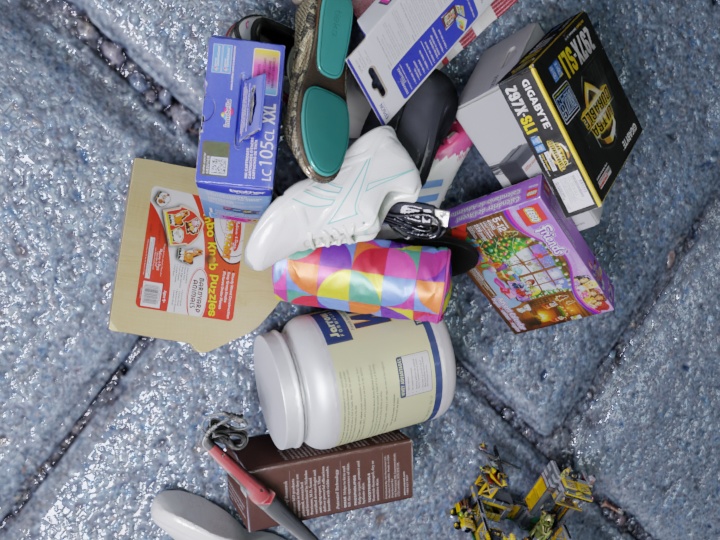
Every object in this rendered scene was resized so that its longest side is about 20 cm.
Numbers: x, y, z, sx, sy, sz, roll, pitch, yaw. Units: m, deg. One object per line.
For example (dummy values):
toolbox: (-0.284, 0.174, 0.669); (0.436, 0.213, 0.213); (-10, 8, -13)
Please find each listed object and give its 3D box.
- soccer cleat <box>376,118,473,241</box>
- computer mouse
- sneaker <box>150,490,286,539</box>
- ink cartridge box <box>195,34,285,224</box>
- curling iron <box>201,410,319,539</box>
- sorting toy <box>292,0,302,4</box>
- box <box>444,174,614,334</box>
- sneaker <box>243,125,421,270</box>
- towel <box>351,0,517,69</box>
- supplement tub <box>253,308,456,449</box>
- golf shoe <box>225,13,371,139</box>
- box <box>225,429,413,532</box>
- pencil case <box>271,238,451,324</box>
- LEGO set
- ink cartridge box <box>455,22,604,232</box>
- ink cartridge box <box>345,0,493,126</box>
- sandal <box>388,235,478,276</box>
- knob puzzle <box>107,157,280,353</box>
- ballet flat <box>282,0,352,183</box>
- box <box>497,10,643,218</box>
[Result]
soccer cleat: (0.075, -0.105, 0.975); (0.200, 0.069, 0.087); (-47, 130, -11)
computer mouse: (0.048, -0.139, 0.876); (0.136, 0.053, 0.204); (12, 71, 18)
sneaker: (-0.160, 0.322, 0.925); (0.199, 0.075, 0.089); (36, 95, -23)
ink cartridge box: (-0.114, -0.131, 0.796); (0.074, 0.200, 0.140); (5, 82, -6)
curling iron: (-0.095, 0.223, 0.850); (0.049, 0.026, 0.202); (-37, 110, -10)
sorting toy: (0.000, -0.397, 0.898); (0.196, 0.069, 0.204); (-11, 100, -20)
box: (0.196, -0.011, 0.972); (0.200, 0.135, 0.040); (47, 41, -32)
sneaker: (-0.026, -0.057, 0.810); (0.199, 0.071, 0.081); (-37, 80, -7)
towel: (0.094, -0.307, 0.896); (0.199, 0.023, 0.144); (-40, 136, 7)
supplement tub: (-0.008, 0.112, 0.917); (0.196, 0.145, 0.149); (-11, 101, -21)
golf shoe: (-0.053, -0.201, 0.889); (0.197, 0.092, 0.074); (27, 84, -25)
box: (-0.046, 0.226, 0.940); (0.195, 0.100, 0.077); (-4, 99, -21)
pencil case: (0.000, 0.000, 0.873); (0.195, 0.088, 0.091); (11, 93, 6)
LEGO set: (0.224, 0.302, 1.029); (0.197, 0.155, 0.117); (24, 115, -12)
ink cartridge box: (0.208, -0.159, 0.967); (0.201, 0.083, 0.146); (51, 43, -22)
ink cartridge box: (0.059, -0.252, 0.839); (0.201, 0.037, 0.095); (-51, 138, -12)
sandal: (0.037, -0.002, 0.940); (0.195, 0.076, 0.046); (0, 54, -3)
knob puzzle: (-0.163, -0.012, 0.895); (0.215, 0.030, 0.225); (3, 84, -28)
ballet flat: (-0.046, -0.174, 0.800); (0.067, 0.075, 0.205); (14, 72, -38)
box: (0.235, -0.176, 0.904); (0.161, 0.049, 0.200); (58, 41, -12)
